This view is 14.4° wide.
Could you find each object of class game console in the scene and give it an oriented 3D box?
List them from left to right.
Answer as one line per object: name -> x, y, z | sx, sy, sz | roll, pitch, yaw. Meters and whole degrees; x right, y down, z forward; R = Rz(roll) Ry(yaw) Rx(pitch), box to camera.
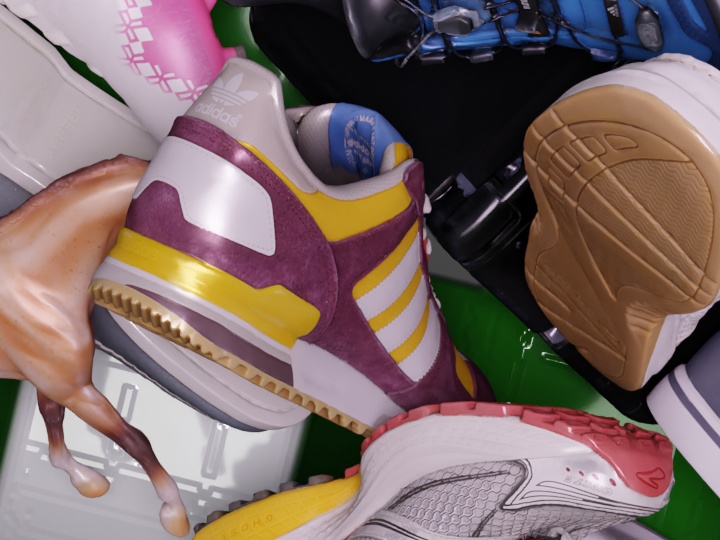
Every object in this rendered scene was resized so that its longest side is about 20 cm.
game console -> 0.098, -0.083, 0.948 | 0.200, 0.116, 0.176 | -45, 122, 6

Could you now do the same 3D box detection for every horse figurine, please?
horse figurine -> -0.135, 0.025, 0.914 | 0.200, 0.050, 0.133 | 1, 128, 19

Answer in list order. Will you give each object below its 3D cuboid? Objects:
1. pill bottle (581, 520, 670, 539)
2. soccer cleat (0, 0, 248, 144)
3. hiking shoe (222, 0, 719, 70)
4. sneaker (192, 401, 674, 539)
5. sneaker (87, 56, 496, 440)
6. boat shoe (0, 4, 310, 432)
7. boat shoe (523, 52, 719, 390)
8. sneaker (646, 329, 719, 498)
pill bottle -> 0.050, 0.179, 0.927 | 0.111, 0.111, 0.200 | 32, 96, 0
soccer cleat -> -0.107, -0.111, 0.928 | 0.086, 0.070, 0.200 | -27, 85, -11
hiking shoe -> 0.039, -0.085, 0.856 | 0.087, 0.200, 0.074 | -46, 135, -23
sneaker -> 0.024, 0.096, 0.866 | 0.078, 0.200, 0.082 | 12, 60, -35
sneaker -> 0.000, 0.000, 0.879 | 0.075, 0.200, 0.090 | 26, 89, 29
boat shoe -> -0.096, -0.016, 0.953 | 0.200, 0.073, 0.062 | 43, 139, -8
boat shoe -> 0.092, -0.026, 0.823 | 0.069, 0.200, 0.071 | -40, 81, -12
sneaker -> 0.176, 0.084, 0.880 | 0.079, 0.078, 0.200 | -44, 63, 12
